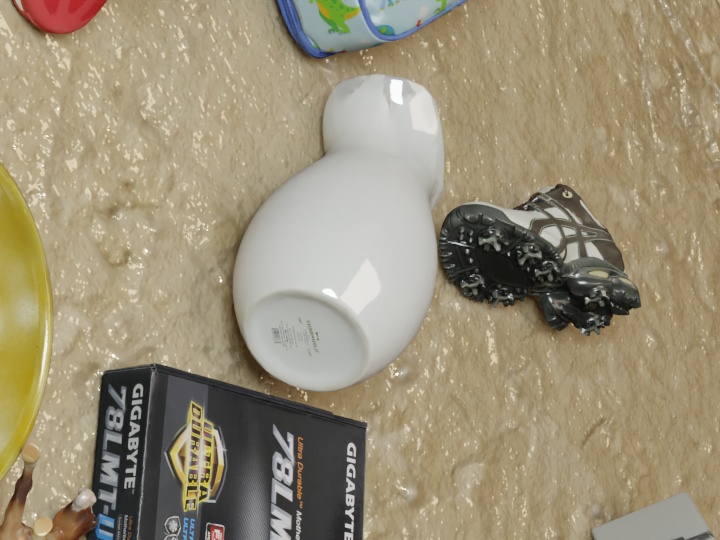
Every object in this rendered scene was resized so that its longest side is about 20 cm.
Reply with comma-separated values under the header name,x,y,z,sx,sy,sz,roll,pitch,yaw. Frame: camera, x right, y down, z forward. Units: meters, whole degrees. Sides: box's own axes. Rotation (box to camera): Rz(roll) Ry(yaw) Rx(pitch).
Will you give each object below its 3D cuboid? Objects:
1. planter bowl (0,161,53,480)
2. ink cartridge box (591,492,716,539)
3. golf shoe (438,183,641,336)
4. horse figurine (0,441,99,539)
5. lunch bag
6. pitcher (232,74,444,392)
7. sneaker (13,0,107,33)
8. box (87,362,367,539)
name,x,y,z,sx,sy,sz,roll,pitch,yaw
planter bowl,-0.246,0.024,1.039,0.200,0.083,0.201,3,86,-57
ink cartridge box,0.240,0.267,1.522,0.200,0.083,0.146,-105,173,-73
golf shoe,0.119,-0.022,1.530,0.200,0.078,0.095,26,45,-47
horse figurine,-0.183,0.182,1.090,0.050,0.133,0.201,17,61,-1
lunch bag,0.013,-0.241,1.424,0.200,0.082,0.161,-36,111,-48
pitcher,0.000,0.000,1.345,0.200,0.121,0.172,-67,147,-49
sneaker,-0.121,-0.196,1.154,0.078,0.116,0.200,3,124,-39
box,-0.076,0.171,1.258,0.198,0.050,0.201,20,68,-47
